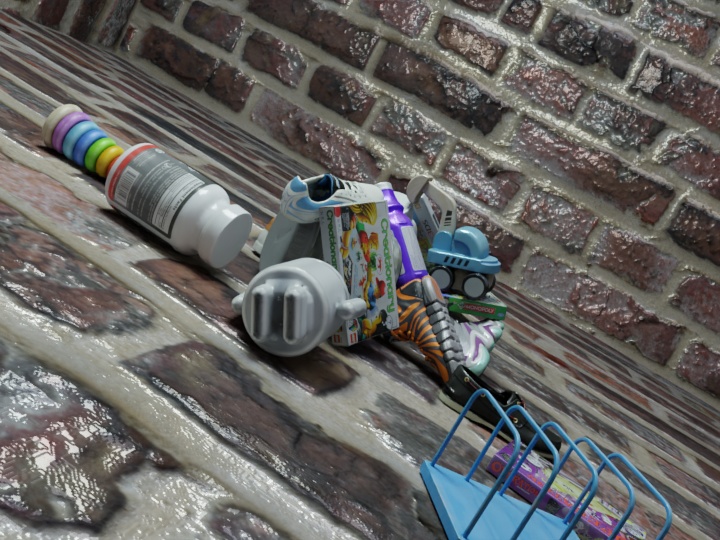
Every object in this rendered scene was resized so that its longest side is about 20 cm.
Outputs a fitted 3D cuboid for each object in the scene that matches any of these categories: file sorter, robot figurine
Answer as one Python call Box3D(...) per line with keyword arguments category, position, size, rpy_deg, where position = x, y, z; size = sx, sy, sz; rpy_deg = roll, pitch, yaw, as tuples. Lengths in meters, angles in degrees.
Box3D(category="file sorter", position=(0.187, 0.228, 0.740), size=(0.199, 0.123, 0.139), rpy_deg=(26, 10, -15))
Box3D(category="robot figurine", position=(-0.080, 0.044, 0.921), size=(0.169, 0.114, 0.200), rpy_deg=(7, 7, 12))

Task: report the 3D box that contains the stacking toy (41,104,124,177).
Box3D(category="stacking toy", position=(-0.434, -0.191, 1.212), size=(0.200, 0.086, 0.085), rpy_deg=(36, 11, 8))

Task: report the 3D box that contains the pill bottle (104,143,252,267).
Box3D(category="pill bottle", position=(-0.267, -0.094, 1.068), size=(0.200, 0.116, 0.116), rpy_deg=(32, 11, 14))

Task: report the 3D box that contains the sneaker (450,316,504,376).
Box3D(category="sneaker", position=(0.175, 0.108, 1.293), size=(0.140, 0.078, 0.200), rpy_deg=(33, 27, 6))

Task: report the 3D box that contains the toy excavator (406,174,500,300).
Box3D(category="toy excavator", position=(0.170, -0.064, 1.329), size=(0.194, 0.201, 0.100), rpy_deg=(13, 10, 19))

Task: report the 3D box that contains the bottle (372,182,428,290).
Box3D(category="bottle", position=(0.060, -0.056, 1.277), size=(0.065, 0.084, 0.201), rpy_deg=(-8, 73, -30))

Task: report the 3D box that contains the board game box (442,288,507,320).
Box3D(category="board game box", position=(0.189, 0.046, 1.394), size=(0.134, 0.029, 0.200), rpy_deg=(11, 11, -9))

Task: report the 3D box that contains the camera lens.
Box3D(category="camera lens", position=(-0.045, -0.017, 1.178), size=(0.199, 0.160, 0.160), rpy_deg=(24, 11, -25))

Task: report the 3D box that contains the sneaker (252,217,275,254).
Box3D(category="sneaker", position=(-0.098, -0.036, 1.346), size=(0.200, 0.085, 0.073), rpy_deg=(25, 9, -39))

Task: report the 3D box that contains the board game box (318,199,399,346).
Box3D(category="board game box", position=(0.000, 0.000, 1.066), size=(0.034, 0.201, 0.126), rpy_deg=(0, 9, 39))

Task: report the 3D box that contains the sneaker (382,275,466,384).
Box3D(category="sneaker", position=(0.099, 0.116, 1.182), size=(0.078, 0.112, 0.201), rpy_deg=(36, 34, -59))

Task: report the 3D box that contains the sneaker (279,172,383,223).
Box3D(category="sneaker", position=(-0.032, -0.112, 1.091), size=(0.199, 0.073, 0.072), rpy_deg=(-10, 54, -45))

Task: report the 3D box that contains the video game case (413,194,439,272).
Box3D(category="video game case", position=(0.078, -0.056, 1.487), size=(0.183, 0.199, 0.022), rpy_deg=(62, 34, -24))

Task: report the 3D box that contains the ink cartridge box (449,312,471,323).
Box3D(category="ink cartridge box", position=(0.121, 0.090, 1.378), size=(0.199, 0.067, 0.117), rpy_deg=(24, 12, -32))

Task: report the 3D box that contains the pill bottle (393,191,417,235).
Box3D(category="pill bottle", position=(0.054, -0.045, 1.416), size=(0.114, 0.201, 0.114), rpy_deg=(-1, 35, 1))

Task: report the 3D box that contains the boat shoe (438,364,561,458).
Box3D(category="boat shoe", position=(0.217, 0.212, 1.076), size=(0.201, 0.063, 0.074), rpy_deg=(31, 8, 0))

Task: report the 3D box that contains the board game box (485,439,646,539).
Box3D(category="board game box", position=(0.261, 0.291, 0.911), size=(0.200, 0.032, 0.120), rpy_deg=(34, 15, 22))
